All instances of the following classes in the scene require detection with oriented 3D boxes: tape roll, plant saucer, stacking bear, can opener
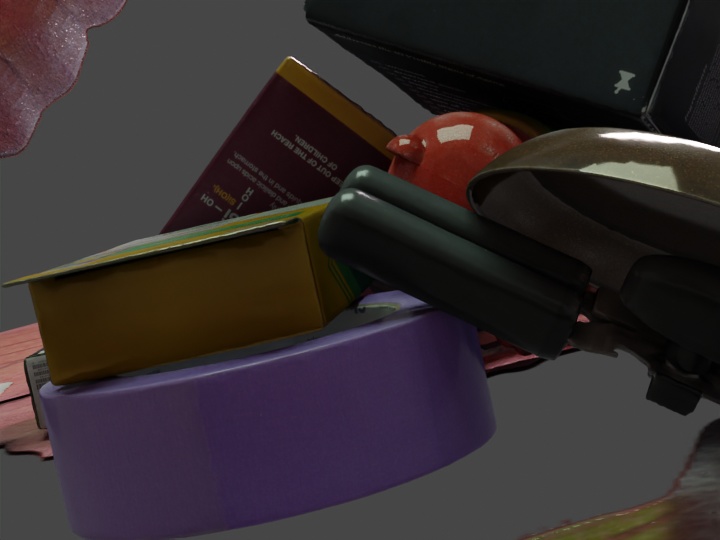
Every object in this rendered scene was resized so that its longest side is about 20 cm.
[{"bbox_3d":[-0.041,0.061,0.749,0.198,0.066,0.200,-12,5,1],"label":"tape roll"},{"bbox_3d":[0.142,-0.014,0.691,0.198,0.032,0.200,18,-10,3],"label":"plant saucer"},{"bbox_3d":[0.063,-0.031,0.854,0.121,0.114,0.200,34,4,13],"label":"stacking bear"},{"bbox_3d":[0.081,0.003,0.690,0.198,0.067,0.053,21,27,7],"label":"can opener"}]

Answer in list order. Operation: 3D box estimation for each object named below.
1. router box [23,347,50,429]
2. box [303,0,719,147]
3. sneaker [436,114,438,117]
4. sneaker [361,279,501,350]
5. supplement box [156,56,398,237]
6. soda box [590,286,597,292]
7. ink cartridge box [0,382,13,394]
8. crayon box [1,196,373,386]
[{"bbox_3d":[-0.121,0.056,1.128,0.198,0.052,0.149,-13,2,-5],"label":"router box"},{"bbox_3d":[0.107,-0.140,0.902,0.198,0.125,0.196,20,1,24],"label":"box"},{"bbox_3d":[0.096,-0.044,1.140,0.198,0.080,0.129,34,-37,-27],"label":"sneaker"},{"bbox_3d":[0.000,0.000,1.013,0.198,0.082,0.071,-2,47,13],"label":"sneaker"},{"bbox_3d":[-0.064,-0.014,0.928,0.201,0.085,0.110,-54,3,3],"label":"supplement box"},{"bbox_3d":[0.185,-0.051,1.025,0.199,0.064,0.068,-33,23,12],"label":"soda box"},{"bbox_3d":[-0.315,0.115,1.006,0.198,0.051,0.161,-9,4,-5],"label":"ink cartridge box"},{"bbox_3d":[-0.070,0.007,0.761,0.124,0.052,0.200,-12,4,9],"label":"crayon box"}]
